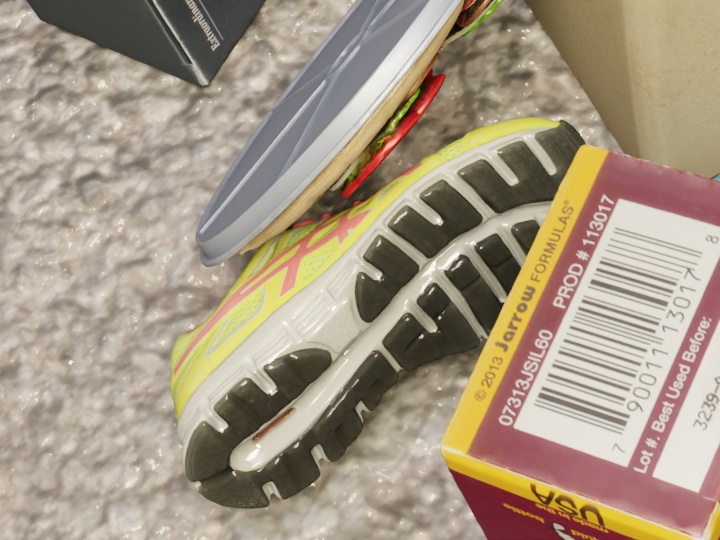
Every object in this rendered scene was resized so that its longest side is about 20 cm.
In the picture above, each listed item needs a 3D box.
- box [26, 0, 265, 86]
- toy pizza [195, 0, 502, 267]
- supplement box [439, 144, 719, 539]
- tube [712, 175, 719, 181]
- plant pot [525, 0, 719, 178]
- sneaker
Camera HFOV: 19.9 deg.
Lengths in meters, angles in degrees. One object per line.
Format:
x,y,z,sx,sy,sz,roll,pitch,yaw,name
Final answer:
-0.080,-0.212,0.909,0.107,0.149,0.200,23,70,28,box
0.006,-0.076,0.804,0.032,0.200,0.200,38,75,-11,toy pizza
0.104,0.064,0.665,0.085,0.200,0.111,18,69,25,supplement box
0.143,-0.008,0.790,0.199,0.050,0.078,-24,46,10,tube
0.145,-0.188,0.807,0.199,0.177,0.200,-29,58,1,plant pot
0.000,0.000,0.805,0.200,0.078,0.090,-37,35,-1,sneaker
